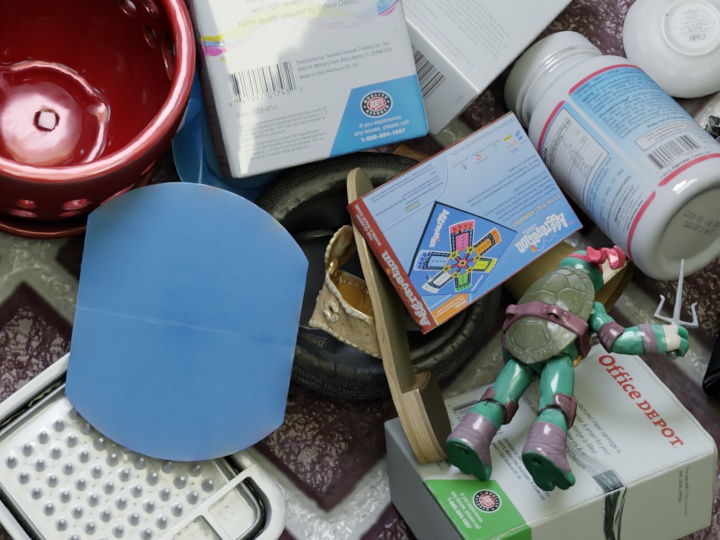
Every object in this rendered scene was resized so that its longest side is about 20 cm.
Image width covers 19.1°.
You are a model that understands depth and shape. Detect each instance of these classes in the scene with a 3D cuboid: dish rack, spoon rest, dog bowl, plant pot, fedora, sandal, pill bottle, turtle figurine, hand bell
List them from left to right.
[{"bbox_3d":[-0.227,-0.129,1.526,0.200,0.183,0.201,3,74,-12],"label":"plant pot"},{"bbox_3d":[-0.171,0.156,1.531,0.172,0.044,0.200,-38,85,-19],"label":"dish rack"},{"bbox_3d":[-0.082,-0.140,1.592,0.111,0.050,0.200,-1,99,12],"label":"dog bowl"},{"bbox_3d":[-0.001,0.040,1.495,0.070,0.078,0.212,-18,93,16],"label":"sandal"},{"bbox_3d":[0.000,0.000,1.574,0.200,0.092,0.201,-1,98,-10],"label":"fedora"},{"bbox_3d":[0.102,-0.029,1.636,0.200,0.104,0.104,40,70,15],"label":"hand bell"},{"bbox_3d":[0.141,0.057,1.496,0.101,0.150,0.200,45,59,-24],"label":"turtle figurine"},{"bbox_3d":[0.198,-0.092,1.618,0.109,0.109,0.200,-26,52,-18],"label":"pill bottle"},{"bbox_3d":[0.313,-0.195,1.739,0.200,0.061,0.100,-8,75,-1],"label":"spoon rest"}]

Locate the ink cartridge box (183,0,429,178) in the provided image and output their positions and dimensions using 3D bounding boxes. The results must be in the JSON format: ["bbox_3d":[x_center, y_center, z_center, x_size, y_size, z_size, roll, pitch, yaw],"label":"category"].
[{"bbox_3d":[-0.048,-0.178,1.506,0.144,0.085,0.200,-13,97,-9],"label":"ink cartridge box"}]

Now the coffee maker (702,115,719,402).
[{"bbox_3d":[0.333,0.012,1.651,0.192,0.135,0.200,15,69,13],"label":"coffee maker"}]

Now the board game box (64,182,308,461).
[{"bbox_3d":[-0.121,0.034,1.514,0.158,0.039,0.200,9,102,2],"label":"board game box"}]

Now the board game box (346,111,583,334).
[{"bbox_3d":[0.078,-0.038,1.516,0.200,0.019,0.103,-31,89,-48],"label":"board game box"}]

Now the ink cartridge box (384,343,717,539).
[{"bbox_3d":[0.137,0.147,1.546,0.200,0.083,0.147,-19,41,-16],"label":"ink cartridge box"}]

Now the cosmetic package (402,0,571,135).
[{"bbox_3d":[0.091,-0.204,1.645,0.102,0.074,0.200,46,50,-1],"label":"cosmetic package"}]
